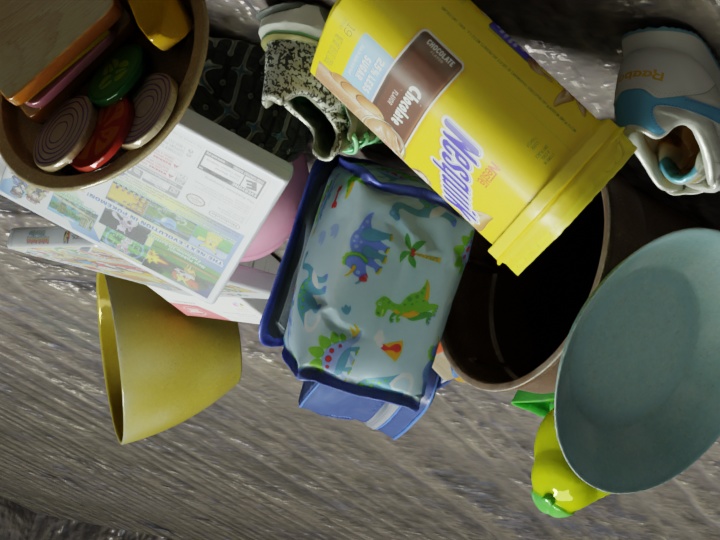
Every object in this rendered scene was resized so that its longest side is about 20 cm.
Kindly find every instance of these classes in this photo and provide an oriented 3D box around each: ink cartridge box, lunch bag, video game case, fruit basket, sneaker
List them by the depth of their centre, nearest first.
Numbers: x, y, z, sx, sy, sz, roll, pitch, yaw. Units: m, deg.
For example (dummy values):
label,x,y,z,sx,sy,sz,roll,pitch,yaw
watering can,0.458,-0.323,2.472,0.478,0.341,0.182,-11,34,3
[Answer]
label,x,y,z,sx,sy,sz,roll,pitch,yaw
sneaker,0.233,-0.083,1.121,0.076,0.081,0.199,-6,152,46
sneaker,-0.011,-0.113,1.229,0.077,0.089,0.199,-3,153,45
sneaker,-0.128,-0.146,1.288,0.199,0.079,0.090,29,169,-9
video game case,-0.171,-0.071,1.289,0.199,0.022,0.183,28,140,-7
lunch bag,0.000,0.000,1.323,0.126,0.171,0.200,18,-174,-12
video game case,-0.192,-0.006,1.499,0.199,0.023,0.181,17,170,-34
fruit basket,0.238,0.146,1.572,0.155,0.217,0.215,21,161,-29
lunch bag,0.028,0.081,1.677,0.131,0.137,0.200,18,160,-7
ink cartridge box,-0.173,-0.016,1.679,0.116,0.068,0.200,5,158,31

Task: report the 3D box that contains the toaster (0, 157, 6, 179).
label,x,y,z,sx,sy,sz,roll,pitch,yaw
toaster,-0.245,-0.113,1.394,0.128,0.114,0.200,24,164,-16

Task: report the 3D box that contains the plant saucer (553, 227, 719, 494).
label,x,y,z,sx,sy,sz,roll,pitch,yaw
plant saucer,0.204,0.060,1.183,0.201,0.202,0.039,33,179,-41

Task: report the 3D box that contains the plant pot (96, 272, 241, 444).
label,x,y,z,sx,sy,sz,roll,pitch,yaw
plant pot,-0.211,0.083,1.854,0.141,0.202,0.200,-7,166,-14

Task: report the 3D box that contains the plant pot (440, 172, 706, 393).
label,x,y,z,sx,sy,sz,roll,pitch,yaw
plant pot,0.195,0.020,1.296,0.197,0.202,0.200,19,163,-31

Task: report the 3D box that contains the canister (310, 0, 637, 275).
label,x,y,z,sx,sy,sz,roll,pitch,yaw
canister,0.067,-0.104,1.081,0.200,0.087,0.149,43,163,4

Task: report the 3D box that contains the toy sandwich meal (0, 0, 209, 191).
label,x,y,z,sx,sy,sz,roll,pitch,yaw
toy sandwich meal,-0.193,-0.152,1.137,0.204,0.207,0.070,4,160,33

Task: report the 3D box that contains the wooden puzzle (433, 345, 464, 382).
label,x,y,z,sx,sy,sz,roll,pitch,yaw
wooden puzzle,0.129,0.043,1.502,0.184,0.047,0.200,-23,150,16

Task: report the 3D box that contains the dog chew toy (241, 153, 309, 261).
label,x,y,z,sx,sy,sz,roll,pitch,yaw
dog chew toy,-0.105,-0.063,1.418,0.124,0.126,0.200,16,169,2
